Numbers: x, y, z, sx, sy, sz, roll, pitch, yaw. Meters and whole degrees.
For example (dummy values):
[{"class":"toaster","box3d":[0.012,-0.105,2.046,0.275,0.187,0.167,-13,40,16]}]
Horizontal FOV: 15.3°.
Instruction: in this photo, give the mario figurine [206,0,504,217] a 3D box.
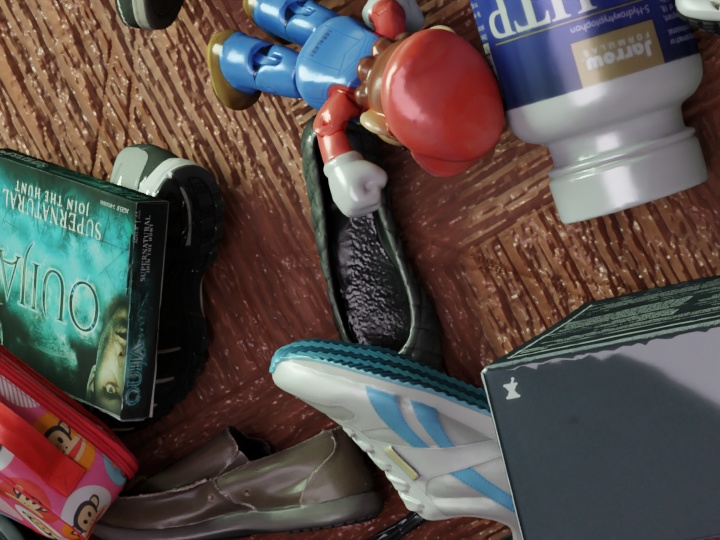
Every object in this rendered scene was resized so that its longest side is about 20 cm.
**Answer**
[{"class":"mario figurine","box3d":[0.006,-0.100,1.575,0.199,0.106,0.124,24,106,40]}]

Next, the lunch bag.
[{"class":"lunch bag","box3d":[-0.237,0.088,1.646,0.200,0.176,0.082,39,77,-15]}]

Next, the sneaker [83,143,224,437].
[{"class":"sneaker","box3d":[-0.140,0.013,1.705,0.079,0.074,0.201,36,120,45]}]

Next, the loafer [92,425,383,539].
[{"class":"loafer","box3d":[-0.081,0.135,1.700,0.199,0.073,0.072,-8,85,18]}]

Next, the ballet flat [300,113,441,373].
[{"class":"ballet flat","box3d":[0.000,0.000,1.644,0.066,0.057,0.201,-15,97,20]}]

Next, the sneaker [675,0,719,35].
[{"class":"sneaker","box3d":[0.271,-0.178,1.492,0.199,0.075,0.082,-12,85,3]}]

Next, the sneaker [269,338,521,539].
[{"class":"sneaker","box3d":[0.034,0.101,1.607,0.199,0.077,0.081,23,102,-1]}]

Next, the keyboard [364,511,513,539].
[{"class":"keyboard","box3d":[0.037,0.211,1.687,0.199,0.021,0.128,-31,92,22]}]

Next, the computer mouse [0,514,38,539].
[{"class":"computer mouse","box3d":[-0.281,0.187,1.796,0.199,0.053,0.140,2,102,34]}]

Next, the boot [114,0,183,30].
[{"class":"boot","box3d":[-0.188,-0.243,1.671,0.150,0.073,0.202,-6,93,21]}]

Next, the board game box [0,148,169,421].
[{"class":"board game box","box3d":[-0.187,0.006,1.681,0.200,0.028,0.136,18,106,52]}]

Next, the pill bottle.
[{"class":"pill bottle","box3d":[0.130,-0.136,1.538,0.119,0.120,0.201,-16,93,23]}]

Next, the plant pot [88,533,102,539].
[{"class":"plant pot","box3d":[-0.124,0.281,1.666,0.175,0.200,0.202,-2,98,20]}]

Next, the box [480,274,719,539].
[{"class":"box","box3d":[0.198,0.074,1.502,0.199,0.198,0.124,-12,94,23]}]
